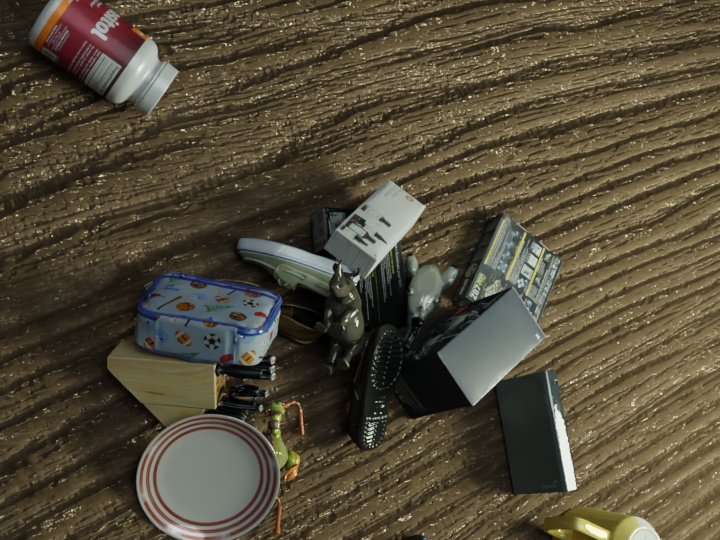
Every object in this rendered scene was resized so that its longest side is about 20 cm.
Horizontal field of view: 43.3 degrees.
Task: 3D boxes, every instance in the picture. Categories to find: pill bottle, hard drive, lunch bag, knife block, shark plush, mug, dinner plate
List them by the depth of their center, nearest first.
[{"bbox_3d":[-0.228,0.138,1.277,0.200,0.175,0.064,47,15,-10],"label":"knife block"},{"bbox_3d":[-0.214,0.292,1.278,0.199,0.024,0.201,-3,106,-10],"label":"dinner plate"},{"bbox_3d":[-0.217,0.063,1.291,0.199,0.076,0.160,12,25,4],"label":"lunch bag"},{"bbox_3d":[-0.378,-0.324,1.351,0.200,0.113,0.113,35,62,-18],"label":"pill bottle"},{"bbox_3d":[0.111,0.060,1.514,0.091,0.083,0.200,8,45,-1],"label":"shark plush"},{"bbox_3d":[0.300,0.280,1.557,0.033,0.139,0.201,-2,77,-31],"label":"hard drive"},{"bbox_3d":[0.423,0.486,1.563,0.186,0.153,0.150,-2,78,-30],"label":"mug"}]

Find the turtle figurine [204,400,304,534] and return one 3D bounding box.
[{"bbox_3d":[-0.153,0.279,1.340,0.161,0.064,0.201,18,69,-24],"label":"turtle figurine"}]

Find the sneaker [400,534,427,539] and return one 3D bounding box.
[{"bbox_3d":[0.082,0.517,1.419,0.090,0.078,0.201,23,68,-43],"label":"sneaker"}]

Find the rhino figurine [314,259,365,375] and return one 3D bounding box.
[{"bbox_3d":[-0.028,0.063,1.375,0.060,0.200,0.088,14,41,20],"label":"rhino figurine"}]

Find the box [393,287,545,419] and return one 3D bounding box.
[{"bbox_3d":[0.167,0.137,1.496,0.200,0.182,0.104,-37,96,-33],"label":"box"}]

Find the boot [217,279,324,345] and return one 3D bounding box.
[{"bbox_3d":[-0.141,0.057,1.404,0.200,0.075,0.074,21,68,-22],"label":"boot"}]

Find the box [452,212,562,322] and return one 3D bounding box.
[{"bbox_3d":[0.275,0.019,1.671,0.161,0.049,0.200,37,61,-18],"label":"box"}]

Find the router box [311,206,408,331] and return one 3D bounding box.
[{"bbox_3d":[0.000,0.000,1.514,0.149,0.051,0.201,3,75,-31],"label":"router box"}]

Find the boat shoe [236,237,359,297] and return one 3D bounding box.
[{"bbox_3d":[-0.102,0.000,1.420,0.199,0.072,0.062,16,83,2],"label":"boat shoe"}]

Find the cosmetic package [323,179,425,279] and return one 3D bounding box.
[{"bbox_3d":[0.027,-0.071,1.463,0.082,0.051,0.200,38,39,3],"label":"cosmetic package"}]

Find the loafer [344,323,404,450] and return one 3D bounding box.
[{"bbox_3d":[0.010,0.179,1.434,0.073,0.071,0.201,16,87,-45],"label":"loafer"}]
